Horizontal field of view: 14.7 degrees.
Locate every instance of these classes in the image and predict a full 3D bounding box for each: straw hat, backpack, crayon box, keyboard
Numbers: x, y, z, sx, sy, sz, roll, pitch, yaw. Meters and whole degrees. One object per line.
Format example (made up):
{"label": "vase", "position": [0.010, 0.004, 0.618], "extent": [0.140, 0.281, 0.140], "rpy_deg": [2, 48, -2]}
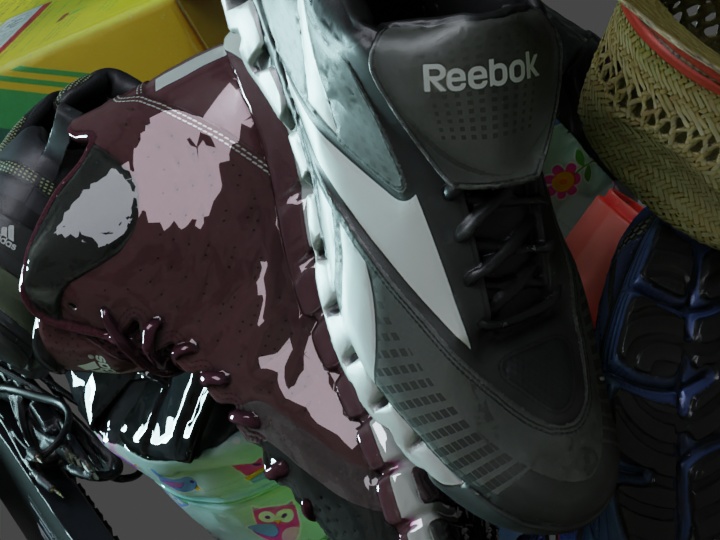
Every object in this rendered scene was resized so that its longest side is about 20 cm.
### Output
{"label": "straw hat", "position": [0.112, -0.052, 0.773], "extent": [0.085, 0.200, 0.201], "rpy_deg": [-63, 30, 33]}
{"label": "backpack", "position": [0.000, 0.000, 0.930], "extent": [0.200, 0.127, 0.167], "rpy_deg": [-53, 32, -3]}
{"label": "crayon box", "position": [-0.093, -0.093, 1.108], "extent": [0.199, 0.051, 0.127], "rpy_deg": [-20, 21, 31]}
{"label": "keyboard", "position": [-0.095, 0.083, 0.983], "extent": [0.040, 0.104, 0.200], "rpy_deg": [-26, 38, -16]}

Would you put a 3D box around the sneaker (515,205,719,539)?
{"label": "sneaker", "position": [0.075, 0.074, 0.809], "extent": [0.078, 0.075, 0.201], "rpy_deg": [8, 87, 58]}

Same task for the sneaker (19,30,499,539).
{"label": "sneaker", "position": [-0.035, 0.033, 0.821], "extent": [0.115, 0.076, 0.201], "rpy_deg": [-20, 78, 13]}

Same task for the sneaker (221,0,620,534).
{"label": "sneaker", "position": [0.023, -0.028, 0.741], "extent": [0.201, 0.066, 0.090], "rpy_deg": [68, 153, 12]}

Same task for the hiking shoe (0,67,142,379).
{"label": "hiking shoe", "position": [-0.094, -0.020, 1.008], "extent": [0.101, 0.076, 0.200], "rpy_deg": [-56, -2, 8]}

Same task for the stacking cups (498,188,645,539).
{"label": "stacking cups", "position": [0.038, 0.068, 0.872], "extent": [0.200, 0.060, 0.061], "rpy_deg": [-52, 39, 8]}
